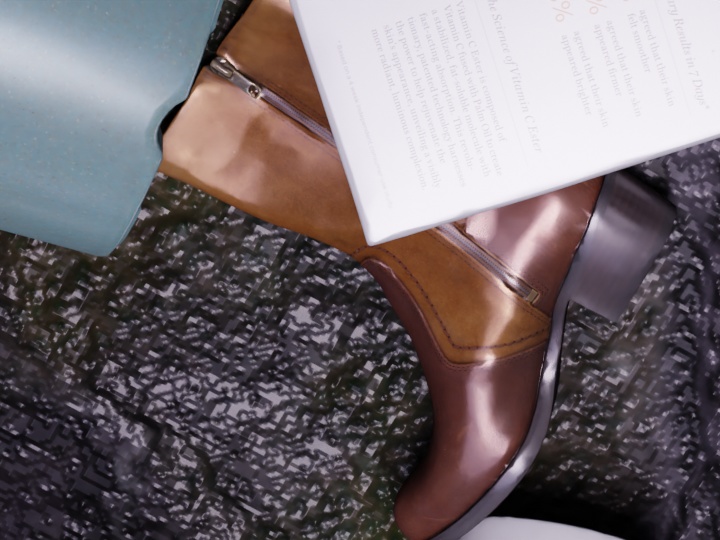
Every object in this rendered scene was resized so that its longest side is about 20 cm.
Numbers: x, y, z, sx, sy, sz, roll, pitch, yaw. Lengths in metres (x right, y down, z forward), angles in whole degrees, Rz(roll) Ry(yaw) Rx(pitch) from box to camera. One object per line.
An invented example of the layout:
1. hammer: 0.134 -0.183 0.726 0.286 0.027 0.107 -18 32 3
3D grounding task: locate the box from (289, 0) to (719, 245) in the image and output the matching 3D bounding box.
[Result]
1. box: 0.081 -0.101 1.086 0.200 0.097 0.125 -17 96 7

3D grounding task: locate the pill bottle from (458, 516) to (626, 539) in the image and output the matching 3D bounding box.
1. pill bottle: 0.067 0.211 1.189 0.113 0.113 0.200 13 74 1

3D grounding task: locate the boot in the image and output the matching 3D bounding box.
1. boot: 0.000 0.000 1.181 0.200 0.069 0.188 29 114 -5

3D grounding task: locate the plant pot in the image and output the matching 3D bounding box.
1. plant pot: -0.162 -0.106 1.097 0.196 0.200 0.200 21 114 -11
